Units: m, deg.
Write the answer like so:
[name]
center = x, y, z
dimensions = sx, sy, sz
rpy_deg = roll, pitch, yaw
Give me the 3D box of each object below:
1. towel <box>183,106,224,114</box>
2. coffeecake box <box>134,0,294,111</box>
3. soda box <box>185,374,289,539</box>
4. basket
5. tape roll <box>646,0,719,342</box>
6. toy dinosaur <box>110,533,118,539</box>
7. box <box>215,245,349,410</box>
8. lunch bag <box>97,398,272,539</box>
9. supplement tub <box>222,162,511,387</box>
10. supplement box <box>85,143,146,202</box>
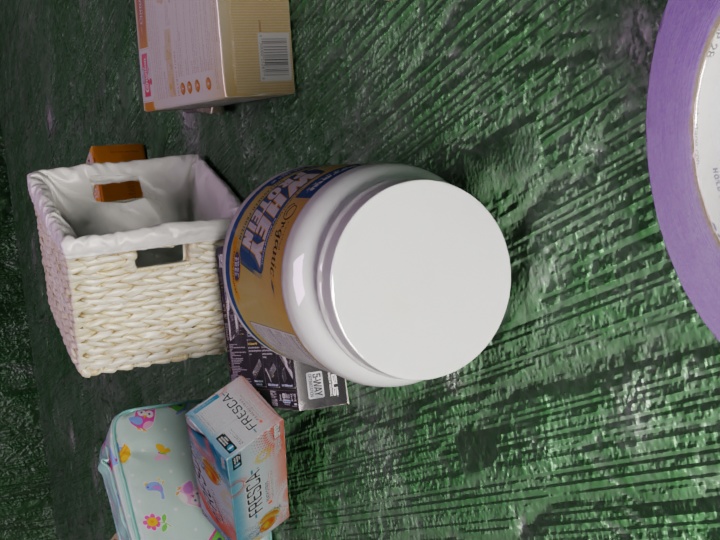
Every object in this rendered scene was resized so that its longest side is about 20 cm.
[towel]
center = -0.178, -0.267, 1.398
dimensions = 0.192, 0.034, 0.201
rpy_deg = 21, 113, 62
[coffeecake box]
center = -0.142, -0.233, 1.221
dimensions = 0.200, 0.073, 0.154
rpy_deg = 5, 101, 59
[soda box]
center = -0.113, 0.187, 1.227
dimensions = 0.064, 0.068, 0.200
rpy_deg = 42, 153, 27
[basket]
center = -0.234, -0.013, 1.373
dimensions = 0.200, 0.198, 0.161
rpy_deg = -132, 39, -54
[tape roll]
center = 0.193, -0.053, 0.497
dimensions = 0.200, 0.065, 0.201
rpy_deg = 173, 90, -67
[toy dinosaur]
center = -0.318, 0.425, 1.905
dimensions = 0.101, 0.058, 0.200
rpy_deg = 52, 153, 28
[box]
center = -0.077, 0.046, 1.199
dimensions = 0.200, 0.050, 0.158
rpy_deg = 169, 95, -68
[lunch bag]
center = -0.192, 0.236, 1.384
dimensions = 0.077, 0.160, 0.200
rpy_deg = 116, 141, -52
[supplement tub]
center = 0.000, 0.000, 0.875
dimensions = 0.200, 0.144, 0.145
rpy_deg = -172, 77, -67
[supplement box]
center = -0.337, -0.073, 1.766
dimensions = 0.200, 0.073, 0.126
rpy_deg = 131, 130, -61
